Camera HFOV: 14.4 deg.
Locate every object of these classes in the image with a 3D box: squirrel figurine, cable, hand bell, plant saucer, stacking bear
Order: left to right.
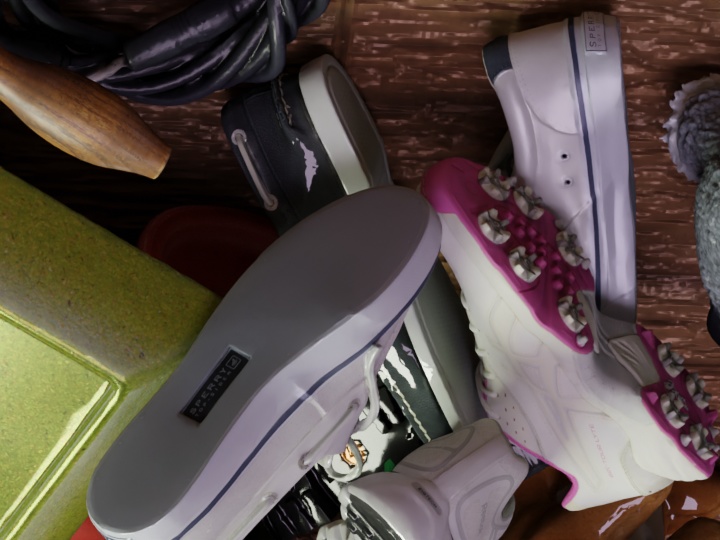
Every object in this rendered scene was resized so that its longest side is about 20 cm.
[{"bbox_3d":[-0.187,0.045,1.262,0.199,0.048,0.200,31,126,-12],"label":"plant saucer"},{"bbox_3d":[-0.167,-0.094,1.194,0.199,0.104,0.104,28,123,-16],"label":"hand bell"},{"bbox_3d":[-0.110,0.070,1.367,0.113,0.122,0.200,25,129,-24],"label":"stacking bear"},{"bbox_3d":[-0.079,-0.148,1.217,0.162,0.051,0.200,22,124,-24],"label":"cable"},{"bbox_3d":[0.094,0.173,1.424,0.199,0.187,0.142,-29,128,17],"label":"squirrel figurine"}]

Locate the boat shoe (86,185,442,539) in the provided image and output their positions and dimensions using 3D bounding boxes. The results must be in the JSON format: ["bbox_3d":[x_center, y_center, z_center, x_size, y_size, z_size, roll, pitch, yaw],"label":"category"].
[{"bbox_3d":[-0.027,0.058,1.234,0.202,0.074,0.086,-51,138,-15],"label":"boat shoe"}]

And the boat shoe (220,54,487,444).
[{"bbox_3d":[0.000,0.000,1.314,0.060,0.076,0.201,-21,98,17],"label":"boat shoe"}]

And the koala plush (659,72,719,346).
[{"bbox_3d":[0.228,-0.005,1.313,0.200,0.178,0.184,35,107,-31],"label":"koala plush"}]

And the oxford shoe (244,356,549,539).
[{"bbox_3d":[0.021,0.074,1.403,0.199,0.084,0.073,-13,105,20],"label":"oxford shoe"}]

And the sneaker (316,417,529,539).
[{"bbox_3d":[0.032,0.119,1.306,0.081,0.075,0.200,-40,174,-15],"label":"sneaker"}]

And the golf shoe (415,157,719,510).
[{"bbox_3d":[0.078,0.037,1.296,0.091,0.075,0.200,-30,113,29],"label":"golf shoe"}]

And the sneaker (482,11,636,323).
[{"bbox_3d":[0.093,-0.032,1.335,0.070,0.073,0.201,-3,122,7],"label":"sneaker"}]
